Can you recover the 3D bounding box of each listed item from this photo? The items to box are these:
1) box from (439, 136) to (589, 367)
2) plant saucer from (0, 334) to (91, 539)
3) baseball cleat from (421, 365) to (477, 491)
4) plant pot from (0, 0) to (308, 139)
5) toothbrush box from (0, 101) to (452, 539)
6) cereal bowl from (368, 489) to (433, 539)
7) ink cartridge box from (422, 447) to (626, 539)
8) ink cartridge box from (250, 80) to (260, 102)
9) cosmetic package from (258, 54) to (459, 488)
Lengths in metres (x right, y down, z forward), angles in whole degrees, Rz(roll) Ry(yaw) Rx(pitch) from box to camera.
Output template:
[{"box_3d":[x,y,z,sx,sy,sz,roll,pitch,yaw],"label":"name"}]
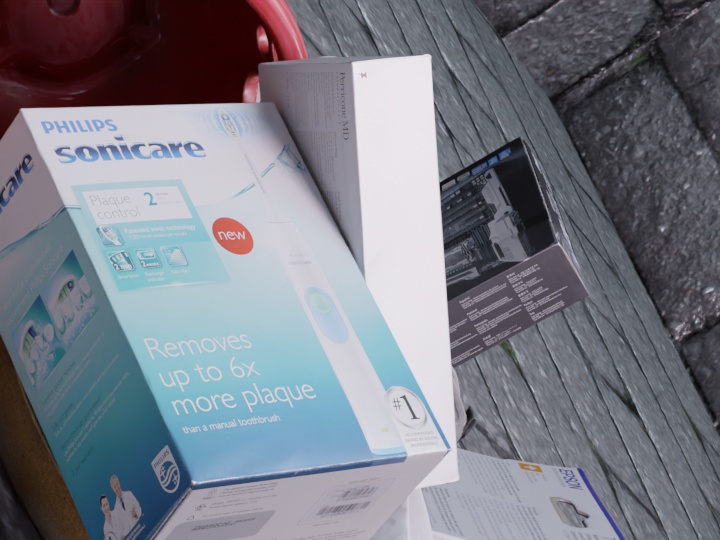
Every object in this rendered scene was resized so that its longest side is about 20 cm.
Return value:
[{"box_3d":[0.043,0.010,1.859,0.050,0.200,0.158,57,11,-27],"label":"box"},{"box_3d":[-0.118,0.101,1.320,0.200,0.035,0.200,54,11,-16],"label":"plant saucer"},{"box_3d":[-0.023,0.052,1.416,0.200,0.106,0.070,27,21,-44],"label":"baseball cleat"},{"box_3d":[-0.140,-0.109,1.411,0.200,0.200,0.183,52,3,-30],"label":"plant pot"},{"box_3d":[-0.073,0.027,1.254,0.146,0.085,0.200,-3,55,-39],"label":"toothbrush box"},{"box_3d":[-0.001,0.201,1.358,0.200,0.083,0.200,-8,90,-86],"label":"cereal bowl"},{"box_3d":[0.043,0.135,1.566,0.200,0.041,0.200,14,11,-8],"label":"ink cartridge box"},{"box_3d":[-0.058,-0.008,1.538,0.045,0.200,0.176,16,-4,0],"label":"ink cartridge box"},{"box_3d":[0.000,0.000,1.321,0.083,0.051,0.200,7,-78,57],"label":"cosmetic package"}]
